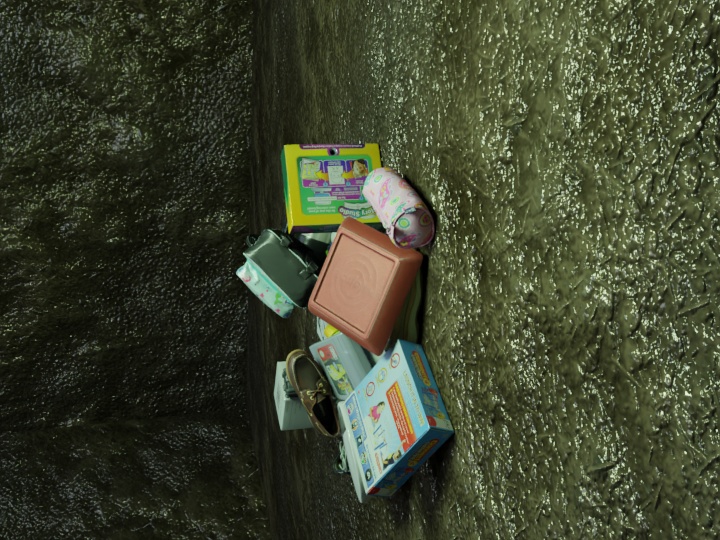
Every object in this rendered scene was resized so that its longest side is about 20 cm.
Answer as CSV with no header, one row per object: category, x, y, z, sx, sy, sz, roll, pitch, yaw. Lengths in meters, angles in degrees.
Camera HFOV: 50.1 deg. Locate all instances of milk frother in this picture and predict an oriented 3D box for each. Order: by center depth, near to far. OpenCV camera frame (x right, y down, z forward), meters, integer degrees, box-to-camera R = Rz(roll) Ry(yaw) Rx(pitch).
milk frother,-0.138,-0.101,1.762,0.200,0.180,0.189,4,-74,-66

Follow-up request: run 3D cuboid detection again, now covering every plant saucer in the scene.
plant saucer,-0.005,0.023,1.397,0.199,0.037,0.201,30,100,37

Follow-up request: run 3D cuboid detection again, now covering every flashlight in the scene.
flashlight,-0.072,0.240,1.712,0.068,0.199,0.068,170,96,-74

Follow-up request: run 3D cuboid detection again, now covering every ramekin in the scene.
ramekin,0.021,0.353,1.542,0.202,0.094,0.203,167,90,-83

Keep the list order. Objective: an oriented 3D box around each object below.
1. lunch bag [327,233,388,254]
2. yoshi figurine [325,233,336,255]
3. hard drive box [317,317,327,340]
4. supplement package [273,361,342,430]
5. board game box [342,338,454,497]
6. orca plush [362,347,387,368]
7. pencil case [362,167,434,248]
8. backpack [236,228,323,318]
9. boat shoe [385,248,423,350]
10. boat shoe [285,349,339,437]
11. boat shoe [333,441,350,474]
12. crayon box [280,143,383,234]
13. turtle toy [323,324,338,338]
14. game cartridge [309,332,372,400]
lunch bag,0.000,0.000,1.529,0.200,0.132,0.136,149,117,-74
yoshi figurine,-0.050,-0.041,1.691,0.112,0.112,0.201,0,103,47
hard drive box,-0.045,0.116,1.828,0.200,0.077,0.156,-129,38,-64
supplement package,-0.093,0.286,1.801,0.117,0.199,0.117,-109,22,-46
board game box,0.060,0.260,1.365,0.196,0.056,0.200,-52,37,30
orca plush,0.031,0.132,1.508,0.200,0.071,0.105,43,134,15
pencil case,0.064,-0.112,1.364,0.200,0.087,0.088,-116,27,-57
backpack,-0.156,0.000,1.599,0.151,0.178,0.200,-45,4,9
boat shoe,0.067,0.054,1.397,0.072,0.076,0.201,-142,51,-70
boat shoe,-0.091,0.255,1.587,0.070,0.070,0.200,28,145,62
boat shoe,-0.022,0.442,1.833,0.200,0.062,0.075,120,146,-63
crayon box,-0.053,-0.166,1.560,0.058,0.199,0.173,132,133,-70
turtle toy,-0.001,0.160,1.608,0.146,0.101,0.200,47,148,33
game cartridge,-0.036,0.194,1.545,0.133,0.041,0.200,60,155,1
